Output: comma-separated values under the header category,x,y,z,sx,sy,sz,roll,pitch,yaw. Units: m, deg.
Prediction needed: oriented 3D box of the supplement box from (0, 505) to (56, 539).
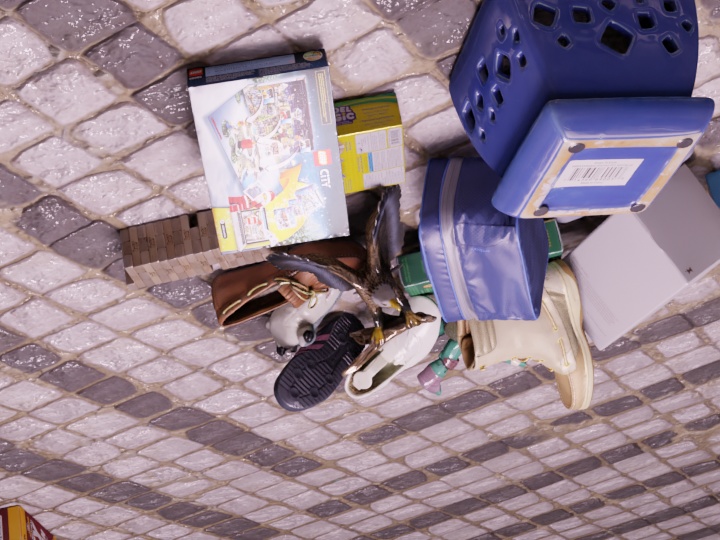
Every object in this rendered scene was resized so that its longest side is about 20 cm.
category,x,y,z,sx,sy,sz,roll,pitch,yaw
supplement box,-0.632,0.505,2.364,0.199,0.133,0.198,-11,153,1

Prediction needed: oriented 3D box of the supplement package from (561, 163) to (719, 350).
category,x,y,z,sx,sy,sz,roll,pitch,yaw
supplement package,0.340,-0.014,1.697,0.119,0.122,0.200,-30,170,-32

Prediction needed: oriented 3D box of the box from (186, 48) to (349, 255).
category,x,y,z,sx,sy,sz,roll,pitch,yaw
box,-0.089,-0.115,1.395,0.136,0.038,0.201,-9,127,-3

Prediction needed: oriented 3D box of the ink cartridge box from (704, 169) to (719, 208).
category,x,y,z,sx,sy,sz,roll,pitch,yaw
ink cartridge box,0.541,-0.068,1.719,0.199,0.126,0.129,-17,152,12

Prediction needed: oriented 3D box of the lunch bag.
category,x,y,z,sx,sy,sz,roll,pitch,yaw
lunch bag,0.133,-0.032,1.581,0.132,0.136,0.201,0,138,17

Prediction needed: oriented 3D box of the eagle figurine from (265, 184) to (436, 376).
category,x,y,z,sx,sy,sz,roll,pitch,yaw
eagle figurine,0.005,0.001,1.586,0.150,0.152,0.200,-2,133,42

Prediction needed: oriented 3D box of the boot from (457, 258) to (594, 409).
category,x,y,z,sx,sy,sz,roll,pitch,yaw
boot,0.200,0.100,1.715,0.155,0.073,0.201,-20,116,-14

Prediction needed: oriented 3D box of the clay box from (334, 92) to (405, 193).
category,x,y,z,sx,sy,sz,roll,pitch,yaw
clay box,-0.054,-0.121,1.475,0.199,0.048,0.115,-9,152,-1

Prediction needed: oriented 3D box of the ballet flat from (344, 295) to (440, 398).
category,x,y,z,sx,sy,sz,roll,pitch,yaw
ballet flat,0.038,0.108,1.805,0.069,0.070,0.200,5,145,-29

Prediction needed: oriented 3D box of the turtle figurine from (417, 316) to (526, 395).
category,x,y,z,sx,sy,sz,roll,pitch,yaw
turtle figurine,0.148,0.066,1.813,0.200,0.150,0.101,-37,131,23

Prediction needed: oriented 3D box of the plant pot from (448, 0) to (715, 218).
category,x,y,z,sx,sy,sz,roll,pitch,yaw
plant pot,0.214,-0.163,1.353,0.199,0.181,0.200,-3,153,-17

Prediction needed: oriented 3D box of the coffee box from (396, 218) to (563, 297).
category,x,y,z,sx,sy,sz,roll,pitch,yaw
coffee box,0.149,-0.013,1.734,0.199,0.044,0.123,-13,171,6

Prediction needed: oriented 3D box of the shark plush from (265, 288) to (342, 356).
category,x,y,z,sx,sy,sz,roll,pitch,yaw
shark plush,-0.070,0.072,1.826,0.083,0.091,0.200,-33,157,-26

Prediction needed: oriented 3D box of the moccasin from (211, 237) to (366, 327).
category,x,y,z,sx,sy,sz,roll,pitch,yaw
moccasin,-0.084,0.017,1.694,0.200,0.078,0.074,-16,150,6

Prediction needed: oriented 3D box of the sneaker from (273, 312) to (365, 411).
category,x,y,z,sx,sy,sz,roll,pitch,yaw
sneaker,-0.064,0.133,1.841,0.082,0.070,0.200,-34,-176,39

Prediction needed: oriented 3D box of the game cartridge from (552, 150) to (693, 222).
category,x,y,z,sx,sy,sz,roll,pitch,yaw
game cartridge,0.278,-0.120,1.620,0.199,0.041,0.133,-29,152,32

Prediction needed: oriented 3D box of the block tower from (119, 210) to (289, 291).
category,x,y,z,sx,sy,sz,roll,pitch,yaw
block tower,-0.176,-0.032,1.594,0.199,0.054,0.058,-14,152,4
